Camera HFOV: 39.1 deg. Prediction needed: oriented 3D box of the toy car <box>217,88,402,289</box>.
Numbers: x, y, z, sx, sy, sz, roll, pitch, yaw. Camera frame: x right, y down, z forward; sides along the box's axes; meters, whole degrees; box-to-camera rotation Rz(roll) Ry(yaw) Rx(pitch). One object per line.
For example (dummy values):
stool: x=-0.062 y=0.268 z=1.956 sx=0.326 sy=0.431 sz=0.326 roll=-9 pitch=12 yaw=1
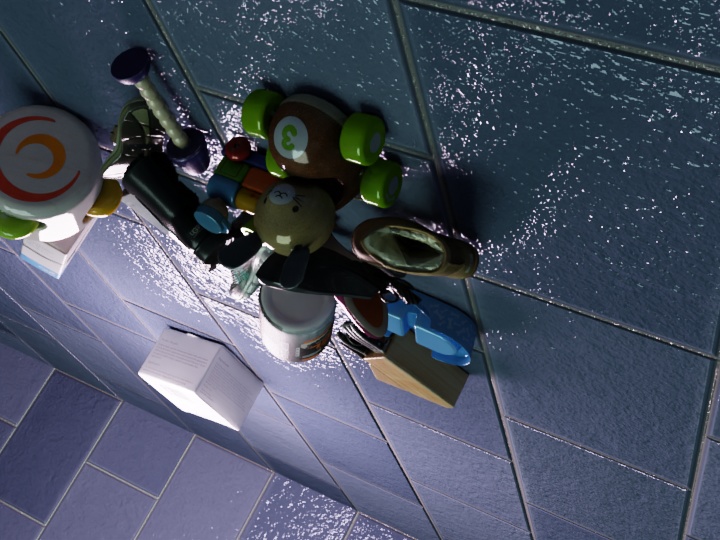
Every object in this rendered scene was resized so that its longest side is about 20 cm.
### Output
toy car: x=-0.075 y=-0.079 z=1.127 sx=0.163 sy=0.201 sz=0.158 roll=18 pitch=157 yaw=27

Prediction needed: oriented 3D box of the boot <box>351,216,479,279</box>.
boot: x=0.042 y=-0.031 z=1.169 sx=0.174 sy=0.067 sz=0.200 roll=9 pitch=-178 yaw=19

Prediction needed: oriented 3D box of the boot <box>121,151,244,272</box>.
boot: x=-0.244 y=-0.084 z=1.403 sx=0.168 sy=0.076 sz=0.200 roll=48 pitch=179 yaw=2

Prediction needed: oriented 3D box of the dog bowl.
dog bowl: x=0.080 y=0.071 z=1.481 sx=0.199 sy=0.050 sz=0.112 roll=24 pitch=158 yaw=16

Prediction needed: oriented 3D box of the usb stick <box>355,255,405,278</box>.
usb stick: x=0.000 y=0.000 z=1.447 sx=0.055 sy=0.033 sz=0.200 roll=31 pitch=160 yaw=-22

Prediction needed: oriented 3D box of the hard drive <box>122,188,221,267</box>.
hard drive: x=-0.282 y=-0.076 z=1.633 sx=0.200 sy=0.033 sz=0.139 roll=39 pitch=157 yaw=-24

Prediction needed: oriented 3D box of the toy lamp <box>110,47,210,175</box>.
toy lamp: x=-0.246 y=-0.194 z=1.288 sx=0.058 sy=0.058 sz=0.200 roll=18 pitch=156 yaw=27

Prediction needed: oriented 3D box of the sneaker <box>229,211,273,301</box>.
sneaker: x=-0.176 y=-0.026 z=1.555 sx=0.091 sy=0.078 sz=0.200 roll=37 pitch=143 yaw=1

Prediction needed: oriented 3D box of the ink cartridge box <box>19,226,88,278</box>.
ink cartridge box: x=-0.515 y=-0.083 z=1.759 sx=0.083 sy=0.146 sz=0.200 roll=33 pitch=159 yaw=-11

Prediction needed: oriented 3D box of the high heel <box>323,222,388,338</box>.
high heel: x=-0.031 y=0.010 z=1.392 sx=0.201 sy=0.067 sz=0.096 roll=64 pitch=150 yaw=5

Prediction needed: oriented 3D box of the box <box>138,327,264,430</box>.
box: x=-0.368 y=0.251 z=2.352 sx=0.198 sy=0.131 sz=0.200 roll=12 pitch=154 yaw=37

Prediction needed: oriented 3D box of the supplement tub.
supplement tub: x=-0.101 y=0.073 z=1.617 sx=0.122 sy=0.123 sz=0.200 roll=27 pitch=160 yaw=6

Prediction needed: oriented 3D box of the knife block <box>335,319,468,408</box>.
knife block: x=0.063 y=0.130 z=1.613 sx=0.199 sy=0.064 sz=0.176 roll=20 pitch=158 yaw=22

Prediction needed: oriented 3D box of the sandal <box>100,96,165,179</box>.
sandal: x=-0.308 y=-0.184 z=1.394 sx=0.079 sy=0.058 sz=0.201 roll=-2 pitch=153 yaw=-27

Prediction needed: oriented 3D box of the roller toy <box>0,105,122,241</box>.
roller toy: x=-0.479 y=-0.144 z=1.530 sx=0.183 sy=0.199 sz=0.140 roll=62 pitch=163 yaw=12

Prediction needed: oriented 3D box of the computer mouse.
computer mouse: x=-0.033 y=-0.002 z=1.217 sx=0.199 sy=0.053 sz=0.138 roll=6 pitch=-171 yaw=-36

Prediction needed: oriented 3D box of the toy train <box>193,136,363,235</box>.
toy train: x=-0.106 y=-0.080 z=1.282 sx=0.199 sy=0.116 sz=0.085 roll=22 pitch=158 yaw=19
